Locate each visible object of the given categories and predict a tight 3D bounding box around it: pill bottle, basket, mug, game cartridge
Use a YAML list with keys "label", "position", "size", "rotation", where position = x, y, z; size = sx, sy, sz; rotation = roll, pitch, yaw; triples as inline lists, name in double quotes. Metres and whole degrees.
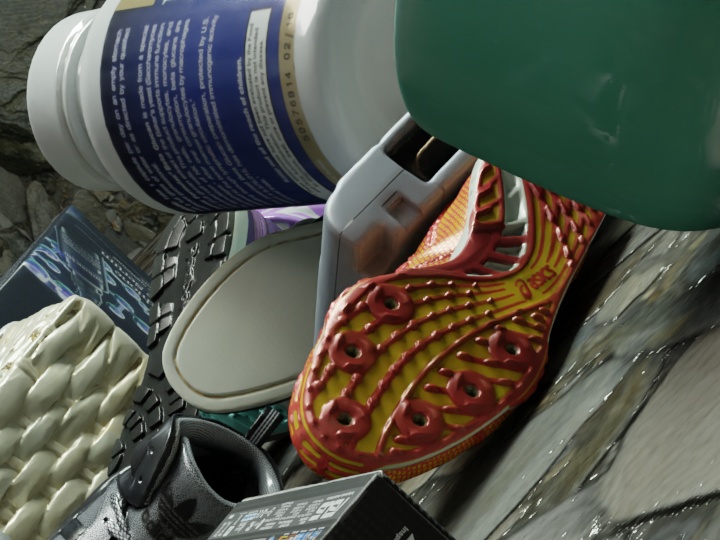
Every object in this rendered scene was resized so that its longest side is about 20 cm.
- label: "pill bottle"
  position: [-0.050, -0.081, 1.164]
  size: [0.199, 0.111, 0.111]
  rotation: [-4, 37, 44]
- label: "basket"
  position: [-0.171, 0.123, 1.340]
  size: [0.200, 0.136, 0.123]
  rotation: [-51, 10, -31]
- label: "mug"
  position: [0.105, -0.094, 0.819]
  size: [0.185, 0.114, 0.153]
  rotation: [-32, -41, -52]
- label: "game cartridge"
  position: [0.052, -0.043, 1.082]
  size: [0.200, 0.041, 0.133]
  rotation: [-45, -15, -26]

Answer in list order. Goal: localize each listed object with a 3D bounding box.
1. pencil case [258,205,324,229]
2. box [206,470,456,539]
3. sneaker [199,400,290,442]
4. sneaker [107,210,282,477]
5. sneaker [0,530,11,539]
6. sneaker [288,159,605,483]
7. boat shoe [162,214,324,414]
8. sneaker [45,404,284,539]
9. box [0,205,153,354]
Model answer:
- label: "pencil case"
  position: [-0.030, -0.019, 1.498]
  size: [0.084, 0.085, 0.200]
  rotation: [-44, 8, 14]
- label: "box"
  position: [-0.052, 0.140, 0.845]
  size: [0.160, 0.044, 0.200]
  rotation: [-50, 6, -15]
- label: "sneaker"
  position: [-0.006, 0.015, 1.269]
  size: [0.200, 0.077, 0.091]
  rotation: [-47, -11, -28]
- label: "sneaker"
  position: [-0.057, 0.062, 1.295]
  size: [0.076, 0.087, 0.201]
  rotation: [-22, 47, 44]
- label: "sneaker"
  position: [-0.167, 0.165, 0.979]
  size: [0.116, 0.075, 0.200]
  rotation: [-51, 4, 7]
- label: "sneaker"
  position: [0.032, 0.026, 0.950]
  size: [0.200, 0.073, 0.077]
  rotation: [-44, -14, -52]
- label: "boat shoe"
  position: [0.000, 0.000, 1.186]
  size: [0.200, 0.075, 0.062]
  rotation: [-40, -11, -14]
- label: "sneaker"
  position: [-0.099, 0.124, 1.098]
  size: [0.114, 0.075, 0.200]
  rotation: [-45, 4, 43]
- label: "box"
  position: [-0.167, 0.062, 1.626]
  size: [0.107, 0.148, 0.200]
  rotation: [-46, 7, 10]
